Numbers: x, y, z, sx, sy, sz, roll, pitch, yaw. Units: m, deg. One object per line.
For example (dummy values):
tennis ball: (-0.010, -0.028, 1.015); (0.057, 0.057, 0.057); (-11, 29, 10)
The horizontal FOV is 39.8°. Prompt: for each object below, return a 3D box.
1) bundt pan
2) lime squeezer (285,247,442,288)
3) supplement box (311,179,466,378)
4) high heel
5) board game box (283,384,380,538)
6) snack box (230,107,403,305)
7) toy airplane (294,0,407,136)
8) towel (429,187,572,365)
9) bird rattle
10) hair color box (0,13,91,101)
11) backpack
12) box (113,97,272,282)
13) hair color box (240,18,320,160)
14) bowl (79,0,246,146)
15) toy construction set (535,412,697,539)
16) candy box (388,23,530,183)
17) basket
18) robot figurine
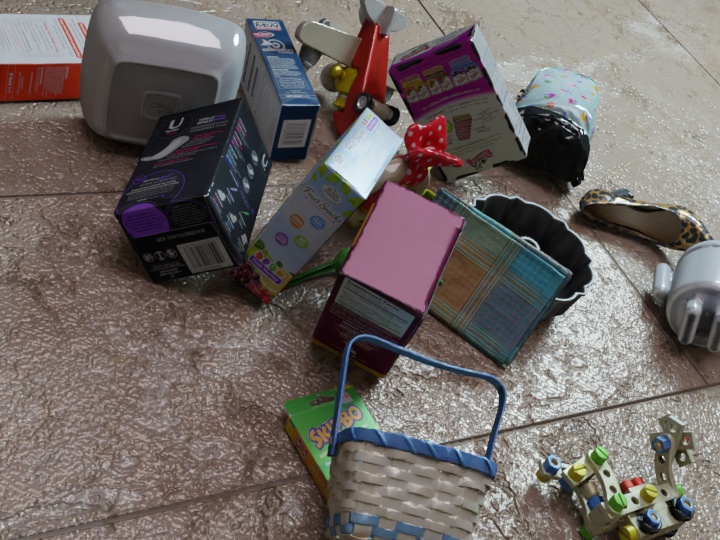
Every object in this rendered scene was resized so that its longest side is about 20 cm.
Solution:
bundt pan: (0.214, -0.010, 1.357); (0.200, 0.076, 0.203); (15, 43, -14)
lime squeezer: (0.000, 0.000, 1.257); (0.197, 0.038, 0.071); (0, 52, -7)
supplement box: (0.027, 0.016, 1.112); (0.102, 0.200, 0.132); (27, 62, 1)
high heel: (0.437, -0.069, 1.532); (0.142, 0.072, 0.199); (-12, 35, -44)
board game box: (-0.002, 0.212, 1.049); (0.095, 0.030, 0.201); (-10, 56, -36)
snack box: (-0.050, -0.077, 1.174); (0.068, 0.200, 0.169); (41, 33, -7)
toy airplane: (-0.005, -0.310, 1.489); (0.199, 0.140, 0.201); (-46, 120, -37)
towel: (0.145, 0.008, 1.258); (0.199, 0.147, 0.022); (35, 14, 10)
bird rattle: (0.049, -0.108, 1.299); (0.162, 0.200, 0.114); (-24, 82, -10)
hair color box: (-0.401, -0.285, 1.327); (0.198, 0.064, 0.111); (-9, 51, -33)
backpack: (0.317, -0.243, 1.618); (0.166, 0.127, 0.200); (27, 37, 5)
box: (-0.191, -0.097, 1.175); (0.121, 0.107, 0.201); (-9, 40, 17)
hair color box: (-0.120, -0.261, 1.419); (0.060, 0.101, 0.201); (-4, 49, -24)
bowl: (-0.249, -0.229, 1.247); (0.198, 0.200, 0.075); (6, 50, -19)
toy construction set: (0.311, 0.245, 1.143); (0.198, 0.093, 0.132); (-16, 55, -25)
candy box: (0.146, -0.239, 1.441); (0.201, 0.135, 0.061); (59, 32, -27)
basket: (0.046, 0.177, 0.970); (0.175, 0.139, 0.202); (19, 72, -9)
robot figurine: (0.508, 0.032, 1.442); (0.168, 0.114, 0.200); (18, 39, 15)
